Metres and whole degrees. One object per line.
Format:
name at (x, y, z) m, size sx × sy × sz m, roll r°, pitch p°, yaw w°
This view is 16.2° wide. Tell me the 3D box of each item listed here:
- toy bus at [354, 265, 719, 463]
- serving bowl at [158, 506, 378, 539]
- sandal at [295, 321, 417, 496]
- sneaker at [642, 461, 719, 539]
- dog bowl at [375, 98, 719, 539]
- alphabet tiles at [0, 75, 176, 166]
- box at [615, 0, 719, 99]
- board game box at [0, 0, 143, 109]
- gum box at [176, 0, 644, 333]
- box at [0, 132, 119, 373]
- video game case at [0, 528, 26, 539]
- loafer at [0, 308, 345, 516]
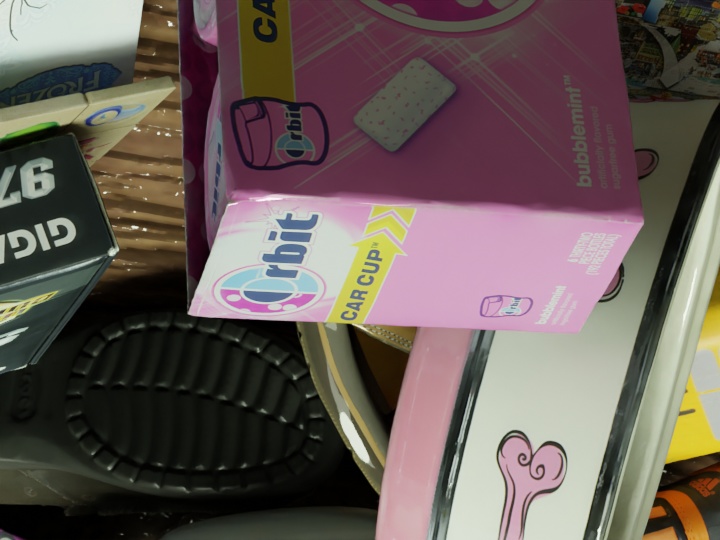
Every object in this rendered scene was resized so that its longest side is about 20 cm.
toy bus at (0.099, 0.032, 0.956) m, size 0.199 × 0.065 × 0.078 m, roll -15°, pitch 135°, yaw 14°
serving bowl at (-0.030, 0.129, 0.961) m, size 0.199 × 0.066 × 0.200 m, roll -5°, pitch 165°, yaw -1°
sandal at (0.000, 0.000, 0.877) m, size 0.054 × 0.082 × 0.201 m, roll -18°, pitch 105°, yaw 1°
sneaker at (0.126, 0.128, 1.025) m, size 0.112 × 0.078 × 0.200 m, roll -16°, pitch 168°, yaw 1°
dog bowl at (0.063, 0.034, 0.814) m, size 0.073 × 0.200 × 0.201 m, roll 16°, pitch 139°, yaw 11°
alphabet tiles at (-0.174, -0.012, 0.855) m, size 0.167 × 0.008 × 0.200 m, roll -15°, pitch 170°, yaw -34°
box at (0.133, -0.077, 0.855) m, size 0.199 × 0.038 × 0.137 m, roll 11°, pitch 137°, yaw -14°
board game box at (-0.157, -0.101, 0.744) m, size 0.199 × 0.043 × 0.199 m, roll -17°, pitch 147°, yaw -23°
gum box at (0.007, -0.086, 0.724) m, size 0.113 × 0.201 × 0.066 m, roll 3°, pitch 150°, yaw -13°
box at (-0.193, 0.022, 0.843) m, size 0.199 × 0.046 × 0.159 m, roll -18°, pitch 170°, yaw -22°
video game case at (-0.211, 0.138, 1.053) m, size 0.200 × 0.036 × 0.181 m, roll 30°, pitch 143°, yaw -31°
loafer at (-0.096, 0.058, 0.971) m, size 0.199 × 0.073 × 0.071 m, roll 5°, pitch 157°, yaw 17°
